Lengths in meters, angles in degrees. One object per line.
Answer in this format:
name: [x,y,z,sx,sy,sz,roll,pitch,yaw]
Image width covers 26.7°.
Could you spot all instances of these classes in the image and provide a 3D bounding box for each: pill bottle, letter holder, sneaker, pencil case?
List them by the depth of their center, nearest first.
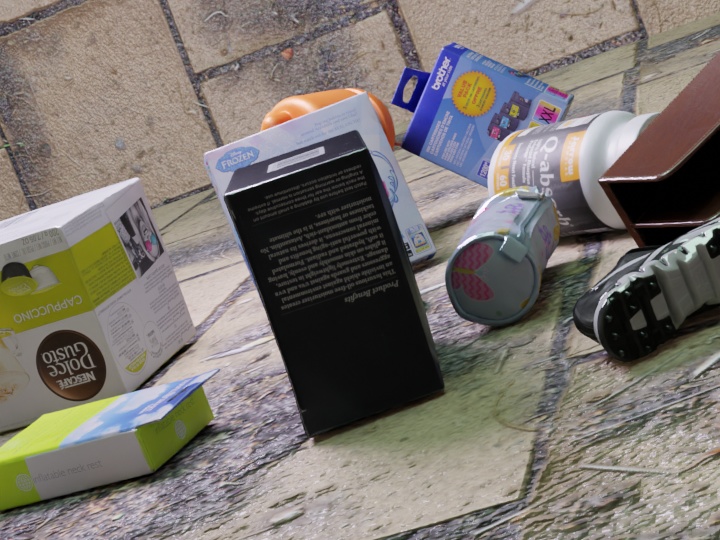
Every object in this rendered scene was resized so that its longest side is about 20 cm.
sneaker: [0.236,0.001,1.106,0.199,0.067,0.090,-26,13,-18]
letter holder: [0.319,-0.099,1.229,0.200,0.101,0.142,-45,21,-23]
pencil case: [0.132,-0.016,1.360,0.091,0.083,0.200,-40,4,21]
pill bottle: [0.229,-0.095,1.496,0.116,0.117,0.199,-27,12,-35]

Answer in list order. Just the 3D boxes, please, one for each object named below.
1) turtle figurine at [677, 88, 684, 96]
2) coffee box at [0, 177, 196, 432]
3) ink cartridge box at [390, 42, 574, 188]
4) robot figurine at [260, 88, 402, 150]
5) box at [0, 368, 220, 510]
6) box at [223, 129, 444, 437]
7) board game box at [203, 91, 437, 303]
turtle figurine: [0.403,-0.189,1.542,0.160,0.065,0.200,-23,15,-24]
coffee box: [-0.331,0.040,1.666,0.198,0.199,0.200,-16,13,20]
ink cartridge box: [0.139,-0.185,1.832,0.199,0.137,0.076,25,17,8]
robot figurine: [-0.036,-0.155,1.806,0.143,0.118,0.199,-15,1,41]
box: [-0.221,0.146,1.309,0.199,0.048,0.122,-16,12,24]
box: [-0.021,0.002,1.233,0.122,0.200,0.200,-18,10,1]
board game box: [-0.045,-0.070,1.673,0.199,0.200,0.043,-21,-9,-10]
